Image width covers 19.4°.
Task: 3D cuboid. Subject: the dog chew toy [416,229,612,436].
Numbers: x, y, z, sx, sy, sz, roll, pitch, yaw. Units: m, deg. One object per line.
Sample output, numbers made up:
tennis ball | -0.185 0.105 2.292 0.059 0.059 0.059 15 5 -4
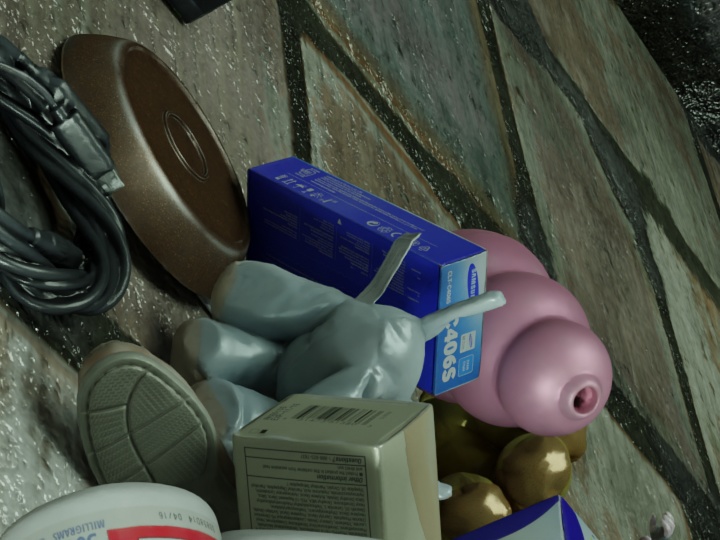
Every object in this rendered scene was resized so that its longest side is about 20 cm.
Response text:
dog chew toy | 0.099 0.050 1.436 0.125 0.125 0.200 51 -7 -34

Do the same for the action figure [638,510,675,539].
action figure | 0.188 0.268 1.566 0.200 0.134 0.149 -34 101 -40

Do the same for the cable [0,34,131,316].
cable | -0.200 -0.063 1.195 0.200 0.051 0.163 54 25 -35

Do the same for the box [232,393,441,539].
box | -0.008 0.177 1.176 0.078 0.095 0.200 -31 121 -61

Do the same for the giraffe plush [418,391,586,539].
giraffe plush | 0.084 0.179 1.519 0.200 0.172 0.162 19 -43 54

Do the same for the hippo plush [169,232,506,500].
hippo plush | -0.023 0.083 1.330 0.159 0.200 0.161 37 -20 31

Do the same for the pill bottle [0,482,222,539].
pill bottle | -0.102 0.208 0.969 0.112 0.112 0.200 38 31 -54

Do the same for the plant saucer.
plant saucer | -0.128 -0.077 1.403 0.200 0.034 0.200 55 15 -22

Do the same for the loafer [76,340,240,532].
loafer | -0.105 0.111 1.193 0.200 0.072 0.063 59 0 -34

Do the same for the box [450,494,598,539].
box | 0.099 0.265 1.342 0.200 0.184 0.105 49 24 -37

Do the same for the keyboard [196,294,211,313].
keyboard | -0.104 0.004 1.425 0.200 0.011 0.056 54 15 -28

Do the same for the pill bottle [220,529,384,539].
pill bottle | -0.028 0.235 1.052 0.116 0.116 0.200 27 65 -62

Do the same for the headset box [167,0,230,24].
headset box | -0.144 -0.314 1.614 0.200 0.093 0.174 50 22 -38

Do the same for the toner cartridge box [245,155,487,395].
toner cartridge box | 0.000 0.000 1.413 0.043 0.200 0.095 -19 123 -36
